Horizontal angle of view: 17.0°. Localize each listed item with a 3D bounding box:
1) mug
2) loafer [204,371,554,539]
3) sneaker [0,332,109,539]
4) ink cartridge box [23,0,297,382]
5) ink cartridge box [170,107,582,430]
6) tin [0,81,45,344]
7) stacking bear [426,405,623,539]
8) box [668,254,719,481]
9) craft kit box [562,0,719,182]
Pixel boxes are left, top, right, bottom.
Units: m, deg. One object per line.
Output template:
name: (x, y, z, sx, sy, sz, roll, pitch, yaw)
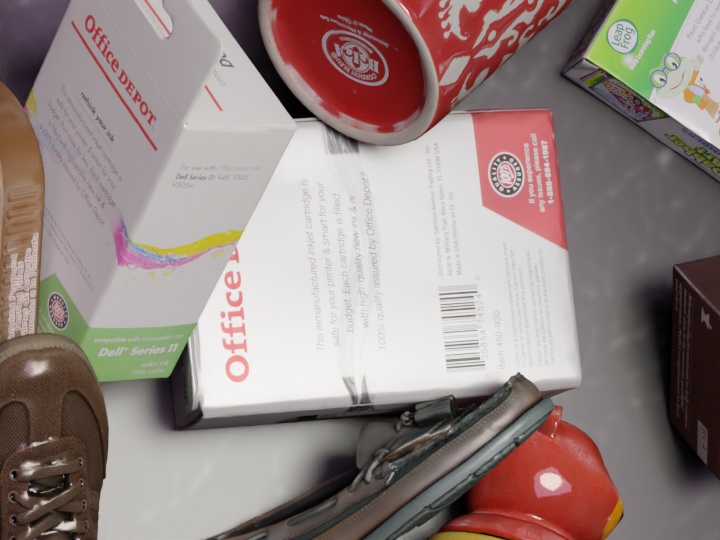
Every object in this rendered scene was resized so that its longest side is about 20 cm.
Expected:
mug: (0.035, -0.159, 1.217, 0.200, 0.177, 0.134, -47, 117, -36)
loafer: (0.003, 0.107, 1.180, 0.200, 0.072, 0.063, -40, 82, 16)
sneaker: (-0.142, 0.125, 1.120, 0.070, 0.076, 0.201, -11, 126, -22)
ink cartridge box: (-0.101, -0.058, 1.123, 0.067, 0.200, 0.117, -1, 43, -39)
ink cartridge box: (0.000, 0.000, 1.222, 0.199, 0.083, 0.147, -3, 81, -14)
tin: (-0.201, -0.001, 1.143, 0.042, 0.112, 0.201, -12, 113, -49)
stacking bear: (0.073, 0.168, 1.206, 0.113, 0.122, 0.201, 16, 68, 8)
box: (0.267, 0.035, 1.270, 0.199, 0.075, 0.101, -11, 120, -17)
craft kit box: (0.243, -0.137, 1.325, 0.197, 0.049, 0.200, 35, 75, -9)
